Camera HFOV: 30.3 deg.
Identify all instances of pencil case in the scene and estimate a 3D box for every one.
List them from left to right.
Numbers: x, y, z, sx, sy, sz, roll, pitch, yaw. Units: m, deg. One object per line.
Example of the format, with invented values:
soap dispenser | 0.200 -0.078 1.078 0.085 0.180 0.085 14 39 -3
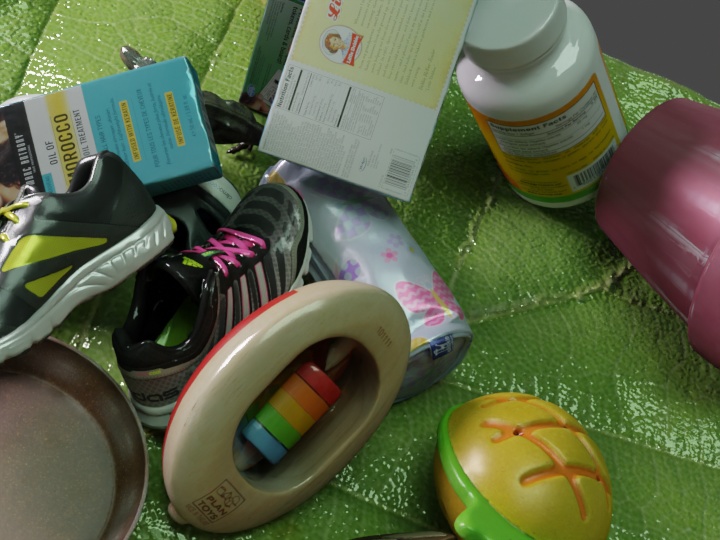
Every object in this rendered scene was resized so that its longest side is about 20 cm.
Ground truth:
pencil case | 0.000 0.000 0.978 0.090 0.083 0.201 -21 63 -21

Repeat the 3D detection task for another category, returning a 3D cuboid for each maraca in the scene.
maraca | 0.108 0.151 0.867 0.136 0.107 0.200 28 21 -10

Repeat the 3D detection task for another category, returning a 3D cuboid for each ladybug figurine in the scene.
ladybug figurine | -0.055 0.083 0.869 0.200 0.136 0.072 -43 40 -10

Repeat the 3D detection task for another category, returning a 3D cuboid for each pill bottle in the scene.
pill bottle | 0.139 -0.145 1.045 0.110 0.200 0.112 -11 57 18

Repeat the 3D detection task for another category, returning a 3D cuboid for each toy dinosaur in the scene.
toy dinosaur | -0.102 -0.110 1.019 0.199 0.088 0.048 18 73 -25

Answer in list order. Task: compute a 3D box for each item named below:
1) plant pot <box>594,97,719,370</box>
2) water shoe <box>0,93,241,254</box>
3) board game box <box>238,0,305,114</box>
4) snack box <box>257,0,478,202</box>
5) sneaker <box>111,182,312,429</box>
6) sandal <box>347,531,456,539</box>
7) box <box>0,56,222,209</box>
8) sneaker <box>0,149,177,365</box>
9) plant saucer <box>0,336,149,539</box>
plant pot | 0.292 -0.038 1.050 0.199 0.201 0.179 -27 51 -33
water shoe | -0.185 -0.063 0.970 0.199 0.072 0.079 22 58 1
board game box | -0.010 -0.184 1.035 0.134 0.201 0.029 21 47 -3
snack box | 0.012 -0.162 0.943 0.115 0.201 0.037 19 6 -2
sneaker | -0.101 0.008 0.903 0.073 0.088 0.200 20 63 29
sandal | -0.027 0.213 0.821 0.199 0.080 0.054 -23 98 -28
box | -0.203 -0.081 0.924 0.199 0.049 0.083 -16 85 0
sneaker | -0.214 -0.004 0.848 0.200 0.074 0.085 -39 107 -31
plant saucer | -0.234 0.127 0.836 0.199 0.035 0.201 9 53 -12
